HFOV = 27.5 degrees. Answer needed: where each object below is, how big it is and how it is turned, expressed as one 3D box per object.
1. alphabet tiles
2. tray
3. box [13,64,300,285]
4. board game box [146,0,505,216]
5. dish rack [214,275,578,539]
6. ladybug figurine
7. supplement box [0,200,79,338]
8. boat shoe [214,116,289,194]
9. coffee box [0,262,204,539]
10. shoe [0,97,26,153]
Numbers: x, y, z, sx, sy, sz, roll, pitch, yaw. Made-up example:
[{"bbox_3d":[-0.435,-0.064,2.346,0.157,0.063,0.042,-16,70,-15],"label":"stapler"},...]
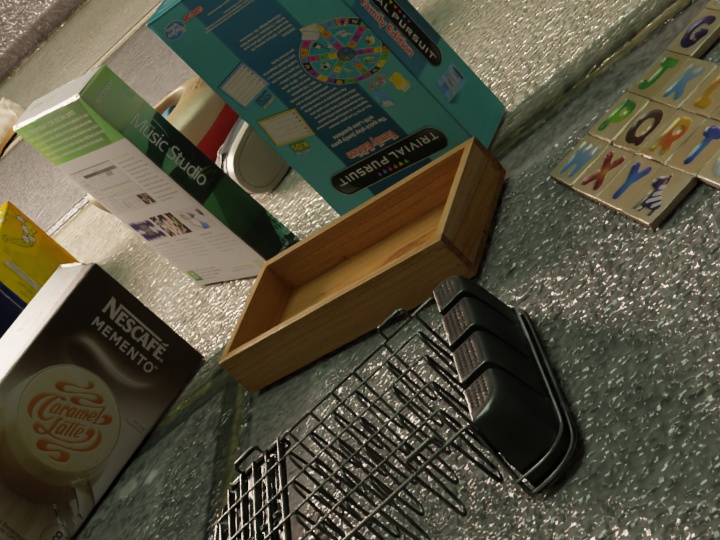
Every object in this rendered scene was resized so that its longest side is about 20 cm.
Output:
[{"bbox_3d":[0.193,-0.090,0.766,0.167,0.008,0.200,-47,21,0],"label":"alphabet tiles"},{"bbox_3d":[0.000,0.000,0.931,0.199,0.037,0.099,-29,27,37],"label":"tray"},{"bbox_3d":[-0.155,-0.066,1.112,0.144,0.200,0.036,-8,46,57],"label":"box"},{"bbox_3d":[-0.024,-0.138,0.990,0.151,0.200,0.047,-23,31,46],"label":"board game box"},{"bbox_3d":[0.006,0.098,0.725,0.200,0.055,0.154,-43,20,14],"label":"dish rack"},{"bbox_3d":[-0.182,-0.116,1.427,0.200,0.072,0.136,-35,24,30],"label":"ladybug figurine"},{"bbox_3d":[-0.344,0.036,1.412,0.109,0.109,0.200,-42,21,11],"label":"supplement box"},{"bbox_3d":[-0.065,-0.152,1.274,0.063,0.073,0.201,-1,54,57],"label":"boat shoe"},{"bbox_3d":[-0.224,0.105,1.058,0.200,0.114,0.080,-55,23,-20],"label":"coffee box"},{"bbox_3d":[-0.622,-0.208,2.444,0.070,0.053,0.201,-20,33,49],"label":"shoe"}]
